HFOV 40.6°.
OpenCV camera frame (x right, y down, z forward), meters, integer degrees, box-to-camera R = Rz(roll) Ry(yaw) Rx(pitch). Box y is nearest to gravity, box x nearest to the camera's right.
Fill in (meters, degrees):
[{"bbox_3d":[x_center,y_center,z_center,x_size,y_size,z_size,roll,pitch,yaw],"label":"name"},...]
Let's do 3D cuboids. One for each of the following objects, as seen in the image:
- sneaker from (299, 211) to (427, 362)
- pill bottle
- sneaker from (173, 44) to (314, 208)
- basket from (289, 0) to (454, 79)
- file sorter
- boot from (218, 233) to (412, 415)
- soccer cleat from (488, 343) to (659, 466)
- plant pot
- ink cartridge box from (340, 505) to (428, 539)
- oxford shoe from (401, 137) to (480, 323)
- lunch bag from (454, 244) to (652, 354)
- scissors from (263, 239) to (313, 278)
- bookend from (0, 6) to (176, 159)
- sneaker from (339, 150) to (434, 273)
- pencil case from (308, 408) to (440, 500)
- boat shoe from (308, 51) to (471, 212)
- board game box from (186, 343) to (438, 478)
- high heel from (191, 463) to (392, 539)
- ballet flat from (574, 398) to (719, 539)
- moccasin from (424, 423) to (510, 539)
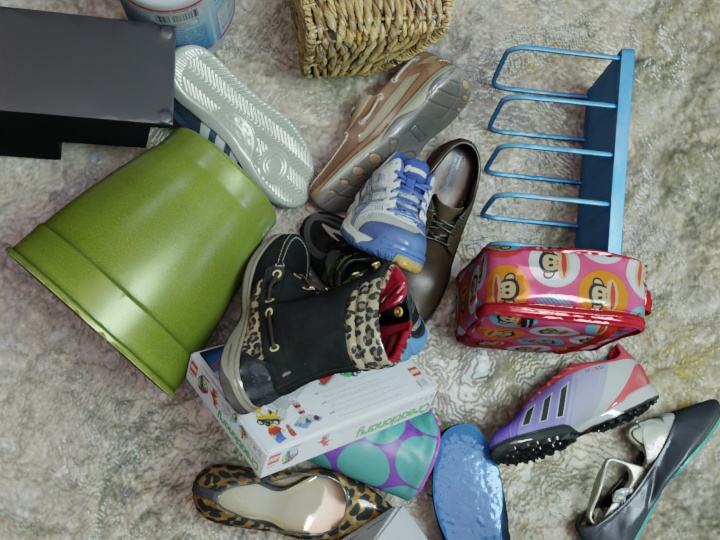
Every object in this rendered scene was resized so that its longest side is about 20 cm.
[{"bbox_3d":[0.000,0.000,0.932,0.070,0.083,0.200,-31,48,-6],"label":"sneaker"},{"bbox_3d":[-0.174,-0.267,0.919,0.107,0.200,0.110,0,83,-4],"label":"pill bottle"},{"bbox_3d":[-0.128,-0.140,0.975,0.200,0.084,0.075,49,65,-25],"label":"sneaker"},{"bbox_3d":[0.000,-0.299,0.965,0.147,0.143,0.202,-9,82,-7],"label":"basket"},{"bbox_3d":[0.187,-0.104,0.961,0.121,0.139,0.203,5,83,1],"label":"file sorter"},{"bbox_3d":[-0.031,0.028,0.831,0.149,0.201,0.074,-16,122,23],"label":"boot"},{"bbox_3d":[0.200,0.132,0.956,0.198,0.068,0.074,-16,66,-24],"label":"soccer cleat"},{"bbox_3d":[-0.184,-0.020,0.903,0.200,0.200,0.193,41,76,1],"label":"plant pot"},{"bbox_3d":[0.031,0.344,0.898,0.144,0.084,0.201,-38,86,24],"label":"ink cartridge box"},{"bbox_3d":[0.070,-0.040,0.971,0.072,0.084,0.202,16,84,-4],"label":"oxford shoe"},{"bbox_3d":[0.184,0.031,0.914,0.174,0.200,0.083,4,79,-3],"label":"lunch bag"},{"bbox_3d":[-0.133,-0.054,0.993,0.198,0.014,0.074,18,82,-1],"label":"scissors"},{"bbox_3d":[-0.282,-0.165,0.921,0.198,0.199,0.093,3,83,-15],"label":"bookend"},{"bbox_3d":[0.030,-0.062,0.889,0.075,0.200,0.089,27,103,-14],"label":"sneaker"},{"bbox_3d":[-0.024,0.145,0.943,0.198,0.085,0.093,21,79,-1],"label":"pencil case"},{"bbox_3d":[0.022,-0.141,0.991,0.200,0.076,0.072,-42,59,1],"label":"boat shoe"},{"bbox_3d":[-0.041,0.102,0.886,0.199,0.035,0.126,-14,47,-38],"label":"board game box"},{"bbox_3d":[-0.056,0.221,0.903,0.198,0.143,0.072,11,83,-3],"label":"high heel"},{"bbox_3d":[0.281,0.196,0.968,0.073,0.073,0.201,37,85,1],"label":"ballet flat"},{"bbox_3d":[0.107,0.251,0.951,0.079,0.068,0.203,-7,83,3],"label":"moccasin"}]
